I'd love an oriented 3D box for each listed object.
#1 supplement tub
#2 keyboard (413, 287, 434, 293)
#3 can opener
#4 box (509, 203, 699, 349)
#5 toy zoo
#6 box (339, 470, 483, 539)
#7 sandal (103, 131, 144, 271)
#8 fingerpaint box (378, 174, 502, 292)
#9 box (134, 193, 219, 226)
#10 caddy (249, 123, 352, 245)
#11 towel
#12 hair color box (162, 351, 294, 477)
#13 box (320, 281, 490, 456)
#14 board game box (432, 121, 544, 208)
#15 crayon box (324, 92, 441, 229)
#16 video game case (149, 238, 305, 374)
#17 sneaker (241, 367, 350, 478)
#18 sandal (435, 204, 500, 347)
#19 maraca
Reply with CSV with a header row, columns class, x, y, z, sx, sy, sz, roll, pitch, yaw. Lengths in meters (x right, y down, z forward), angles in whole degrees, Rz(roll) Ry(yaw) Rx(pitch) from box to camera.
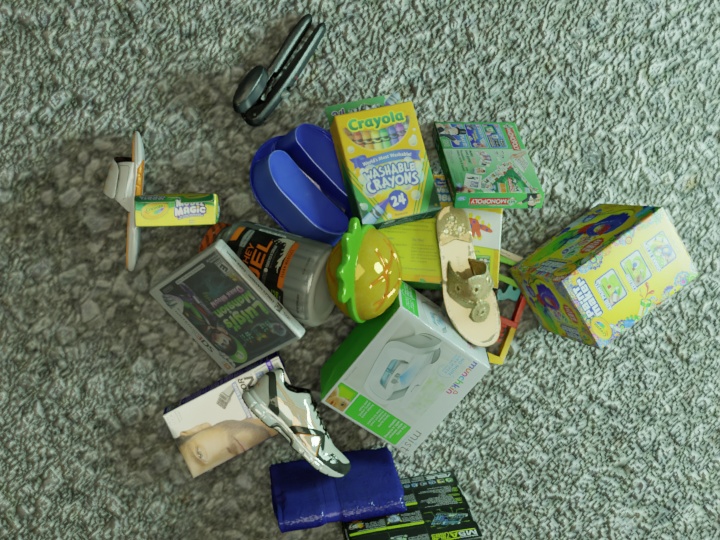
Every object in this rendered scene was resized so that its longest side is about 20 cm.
class,x,y,z,sx,sy,sz,roll,pitch,yaw
supplement tub,-0.135,0.000,1.513,0.197,0.122,0.125,15,91,20
keyboard,0.095,-0.013,1.614,0.103,0.040,0.202,28,83,6
can opener,-0.119,-0.305,1.561,0.063,0.079,0.201,39,78,1
box,0.363,0.003,1.547,0.191,0.200,0.123,-35,102,-9
toy zoo,0.192,0.061,1.631,0.129,0.020,0.203,21,89,-7
box,0.070,0.381,1.541,0.196,0.194,0.048,-8,112,-7
sandal,-0.357,-0.105,1.530,0.058,0.079,0.211,4,94,-9
fingerpaint box,0.115,-0.058,1.564,0.196,0.073,0.170,4,81,2
box,-0.263,-0.089,1.481,0.115,0.200,0.049,-2,92,-6
caddy,-0.076,-0.123,1.553,0.200,0.105,0.142,46,64,-6
towel,-0.038,0.338,1.558,0.196,0.148,0.050,-8,118,-7
hair color box,-0.191,0.220,1.570,0.197,0.065,0.111,-27,96,-4
box,0.064,0.147,1.538,0.175,0.097,0.201,34,111,-17
board game box,0.189,-0.162,1.544,0.132,0.202,0.030,1,128,-7
crayon box,0.031,-0.168,1.509,0.123,0.052,0.204,-13,80,-14
video game case,-0.199,0.059,1.500,0.182,0.199,0.023,48,47,-14
sneaker,-0.082,0.227,1.519,0.200,0.074,0.080,44,85,-10
sandal,0.152,0.006,1.481,0.076,0.070,0.216,-14,82,0
maraca,0.000,0.000,1.423,0.105,0.200,0.140,3,79,15
